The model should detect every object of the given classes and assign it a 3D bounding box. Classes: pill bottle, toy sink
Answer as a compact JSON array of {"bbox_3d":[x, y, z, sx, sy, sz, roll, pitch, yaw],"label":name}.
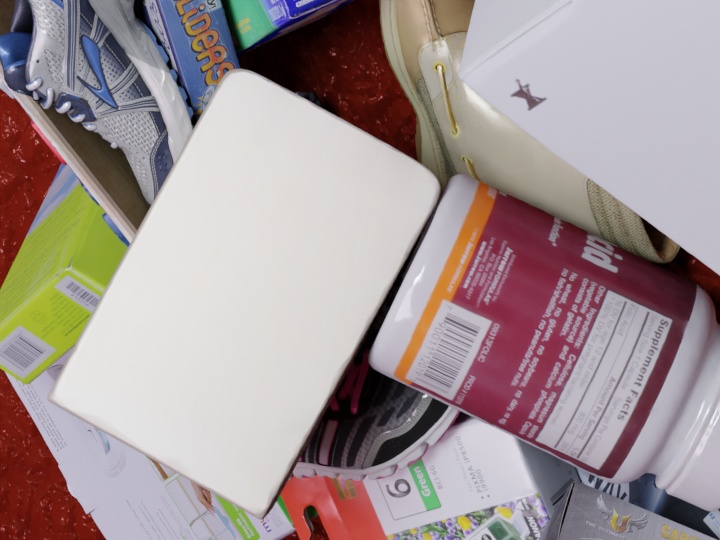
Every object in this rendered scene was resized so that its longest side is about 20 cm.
[{"bbox_3d":[0.115,0.041,1.317,0.199,0.114,0.114,26,131,0],"label":"pill bottle"},{"bbox_3d":[-0.056,0.011,1.335,0.130,0.112,0.201,28,90,2],"label":"toy sink"}]

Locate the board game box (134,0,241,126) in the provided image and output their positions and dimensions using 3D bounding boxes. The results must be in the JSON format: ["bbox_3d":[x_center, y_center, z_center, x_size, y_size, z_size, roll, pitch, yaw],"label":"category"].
[{"bbox_3d":[-0.110,-0.147,1.409,0.136,0.034,0.200,54,166,40],"label":"board game box"}]

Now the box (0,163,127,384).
[{"bbox_3d":[-0.163,-0.037,1.557,0.048,0.201,0.122,35,137,-18],"label":"box"}]

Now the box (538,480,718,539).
[{"bbox_3d":[0.175,0.213,1.368,0.199,0.048,0.159,22,134,1],"label":"box"}]

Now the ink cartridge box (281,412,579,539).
[{"bbox_3d":[0.033,0.146,1.456,0.199,0.050,0.109,-19,98,33],"label":"ink cartridge box"}]

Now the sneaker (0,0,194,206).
[{"bbox_3d":[-0.154,-0.114,1.370,0.077,0.085,0.201,42,157,58],"label":"sneaker"}]

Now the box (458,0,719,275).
[{"bbox_3d":[0.186,-0.120,1.134,0.200,0.131,0.199,35,136,-23],"label":"box"}]

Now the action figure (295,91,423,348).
[{"bbox_3d":[0.000,0.000,1.463,0.119,0.102,0.200,-46,75,27],"label":"action figure"}]

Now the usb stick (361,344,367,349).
[{"bbox_3d":[0.019,0.107,1.554,0.055,0.033,0.201,-7,106,52],"label":"usb stick"}]

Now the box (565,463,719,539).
[{"bbox_3d":[0.158,0.141,1.433,0.200,0.043,0.160,49,136,12],"label":"box"}]

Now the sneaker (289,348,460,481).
[{"bbox_3d":[-0.031,0.070,1.422,0.199,0.074,0.087,-12,138,40],"label":"sneaker"}]

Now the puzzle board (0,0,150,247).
[{"bbox_3d":[-0.158,-0.093,1.450,0.017,0.151,0.200,-34,99,17],"label":"puzzle board"}]

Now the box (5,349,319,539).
[{"bbox_3d":[-0.113,0.094,1.624,0.200,0.097,0.176,57,137,4],"label":"box"}]

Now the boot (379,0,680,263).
[{"bbox_3d":[0.094,-0.099,1.345,0.155,0.073,0.201,8,118,41],"label":"boot"}]

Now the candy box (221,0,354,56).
[{"bbox_3d":[-0.068,-0.226,1.353,0.201,0.077,0.169,66,164,-3],"label":"candy box"}]
